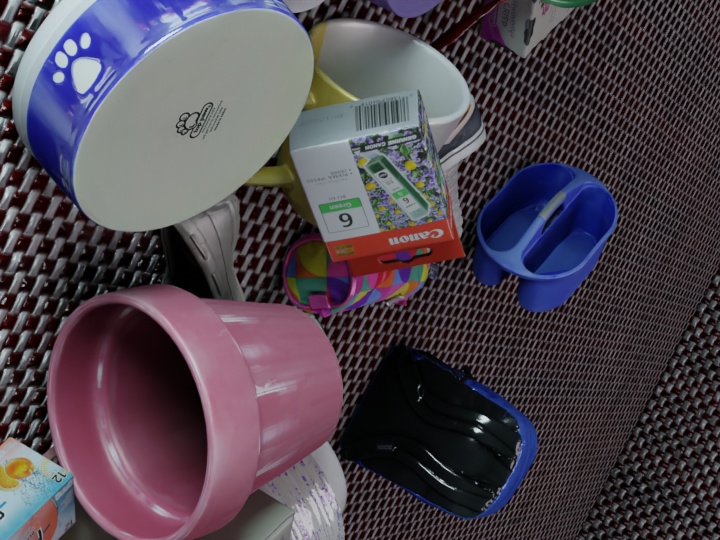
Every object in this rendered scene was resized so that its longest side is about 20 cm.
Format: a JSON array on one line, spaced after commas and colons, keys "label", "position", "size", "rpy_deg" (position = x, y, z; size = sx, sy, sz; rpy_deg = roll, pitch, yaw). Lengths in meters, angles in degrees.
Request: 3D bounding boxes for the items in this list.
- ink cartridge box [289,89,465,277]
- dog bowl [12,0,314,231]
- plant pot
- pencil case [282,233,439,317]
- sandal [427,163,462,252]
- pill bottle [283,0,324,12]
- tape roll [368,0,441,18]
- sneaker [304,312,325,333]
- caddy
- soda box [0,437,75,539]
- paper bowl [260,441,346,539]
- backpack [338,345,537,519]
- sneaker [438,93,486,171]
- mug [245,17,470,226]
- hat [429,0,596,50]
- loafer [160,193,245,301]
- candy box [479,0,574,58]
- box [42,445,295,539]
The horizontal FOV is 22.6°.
[{"label": "ink cartridge box", "position": [0.019, -0.054, 1.500], "size": [0.200, 0.109, 0.050], "rpy_deg": [70, 13, -45]}, {"label": "dog bowl", "position": [-0.133, -0.124, 1.235], "size": [0.200, 0.079, 0.200], "rpy_deg": [-31, 151, -20]}, {"label": "plant pot", "position": [-0.119, 0.103, 1.430], "size": [0.179, 0.200, 0.200], "rpy_deg": [-12, 129, -46]}, {"label": "pencil case", "position": [0.000, 0.000, 1.787], "size": [0.200, 0.088, 0.088], "rpy_deg": [-5, 122, -63]}, {"label": "sandal", "position": [0.061, -0.096, 1.861], "size": [0.082, 0.050, 0.203], "rpy_deg": [-30, 134, -28]}, {"label": "pill bottle", "position": [-0.054, -0.275, 1.262], "size": [0.111, 0.111, 0.200], "rpy_deg": [-49, 156, -29]}, {"label": "tape roll", "position": [0.042, -0.315, 1.476], "size": [0.200, 0.085, 0.200], "rpy_deg": [-49, 158, -29]}, {"label": "sneaker", "position": [-0.108, 0.123, 1.731], "size": [0.090, 0.078, 0.200], "rpy_deg": [-4, 128, -39]}, {"label": "caddy", "position": [0.222, -0.047, 2.172], "size": [0.200, 0.141, 0.105], "rpy_deg": [-47, 158, -36]}, {"label": "soda box", "position": [-0.305, 0.220, 1.373], "size": [0.200, 0.068, 0.064], "rpy_deg": [-46, 155, -38]}, {"label": "paper bowl", "position": [-0.092, 0.191, 1.637], "size": [0.104, 0.201, 0.201], "rpy_deg": [-36, 149, -30]}, {"label": "backpack", "position": [0.110, 0.195, 2.137], "size": [0.163, 0.200, 0.168], "rpy_deg": [-64, 159, 5]}, {"label": "sneaker", "position": [0.039, -0.114, 1.738], "size": [0.200, 0.078, 0.079], "rpy_deg": [-45, 132, -31]}, {"label": "mug", "position": [-0.019, -0.121, 1.563], "size": [0.149, 0.187, 0.153], "rpy_deg": [-88, -161, -53]}, {"label": "hat", "position": [0.123, -0.296, 1.750], "size": [0.200, 0.166, 0.176], "rpy_deg": [-22, 177, -41]}, {"label": "loafer", "position": [-0.138, 0.011, 1.509], "size": [0.070, 0.070, 0.200], "rpy_deg": [-39, 143, -35]}, {"label": "candy box", "position": [0.206, -0.332, 1.874], "size": [0.200, 0.061, 0.136], "rpy_deg": [-46, 155, -37]}, {"label": "box", "position": [-0.171, 0.224, 1.508], "size": [0.109, 0.200, 0.128], "rpy_deg": [-40, 151, -45]}]
